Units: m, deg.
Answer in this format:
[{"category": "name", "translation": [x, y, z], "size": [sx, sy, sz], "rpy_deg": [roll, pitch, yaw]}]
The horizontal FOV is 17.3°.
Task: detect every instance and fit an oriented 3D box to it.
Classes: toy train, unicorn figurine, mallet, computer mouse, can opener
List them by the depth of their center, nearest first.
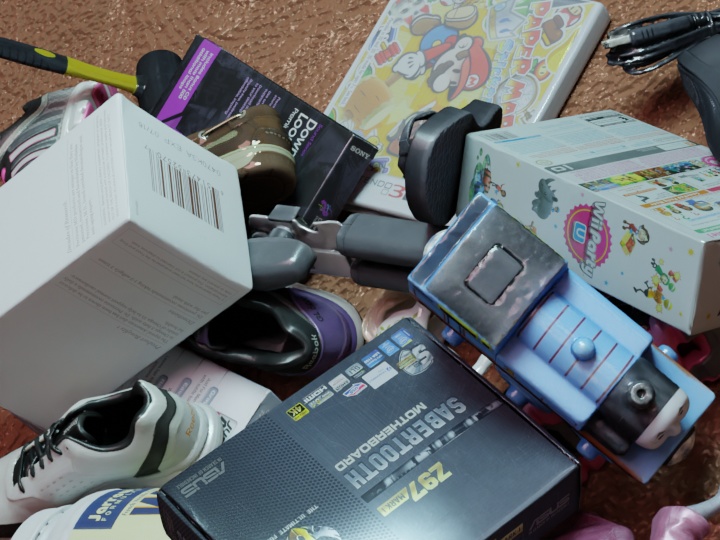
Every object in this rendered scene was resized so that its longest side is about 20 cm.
[{"category": "toy train", "translation": [0.116, 0.042, 1.387], "size": [0.200, 0.114, 0.087], "rpy_deg": [40, 87, 8]}, {"category": "computer mouse", "translation": [0.247, -0.126, 1.519], "size": [0.138, 0.053, 0.200], "rpy_deg": [-12, 37, -8]}, {"category": "unicorn figurine", "translation": [0.055, 0.071, 1.547], "size": [0.137, 0.074, 0.200], "rpy_deg": [-37, 31, 4]}, {"category": "can opener", "translation": [0.000, 0.000, 1.555], "size": [0.199, 0.053, 0.067], "rpy_deg": [9, 52, 36]}, {"category": "mallet", "translation": [-0.216, -0.146, 1.792], "size": [0.041, 0.199, 0.066], "rpy_deg": [-51, 45, 37]}]

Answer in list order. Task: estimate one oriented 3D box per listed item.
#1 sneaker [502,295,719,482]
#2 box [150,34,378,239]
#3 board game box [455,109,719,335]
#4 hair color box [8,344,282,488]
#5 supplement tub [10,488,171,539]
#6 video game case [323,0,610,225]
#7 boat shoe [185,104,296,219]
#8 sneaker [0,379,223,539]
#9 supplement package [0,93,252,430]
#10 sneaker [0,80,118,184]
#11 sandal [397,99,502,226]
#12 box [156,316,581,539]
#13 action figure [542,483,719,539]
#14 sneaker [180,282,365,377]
[{"category": "sneaker", "translation": [0.138, 0.066, 1.495], "size": [0.200, 0.079, 0.095], "rpy_deg": [-32, 40, -2]}, {"category": "box", "translation": [-0.091, -0.072, 1.732], "size": [0.200, 0.036, 0.143], "rpy_deg": [34, 95, 41]}, {"category": "board game box", "translation": [0.181, -0.036, 1.483], "size": [0.200, 0.147, 0.065], "rpy_deg": [27, 119, 42]}, {"category": "hair color box", "translation": [-0.142, 0.103, 1.644], "size": [0.200, 0.061, 0.099], "rpy_deg": [23, 74, 41]}, {"category": "supplement tub", "translation": [-0.114, 0.209, 1.492], "size": [0.199, 0.145, 0.145], "rpy_deg": [-4, 56, 29]}, {"category": "video game case", "translation": [0.061, -0.122, 1.705], "size": [0.182, 0.023, 0.200], "rpy_deg": [16, 68, 38]}, {"category": "boat shoe", "translation": [-0.134, -0.059, 1.695], "size": [0.202, 0.075, 0.075], "rpy_deg": [-21, 58, 22]}, {"category": "sneaker", "translation": [-0.192, 0.121, 1.571], "size": [0.200, 0.080, 0.074], "rpy_deg": [-24, 53, 21]}, {"category": "supplement package", "translation": [-0.186, -0.002, 1.594], "size": [0.200, 0.117, 0.118], "rpy_deg": [-35, 45, 27]}, {"category": "sneaker", "translation": [-0.249, -0.064, 1.823], "size": [0.087, 0.074, 0.200], "rpy_deg": [-5, 52, 29]}, {"category": "sandal", "translation": [0.052, -0.074, 1.547], "size": [0.043, 0.200, 0.076], "rpy_deg": [15, 99, 11]}, {"category": "box", "translation": [0.006, 0.134, 1.384], "size": [0.200, 0.051, 0.158], "rpy_deg": [-34, 55, -22]}, {"category": "action figure", "translation": [0.149, 0.183, 1.335], "size": [0.200, 0.148, 0.135], "rpy_deg": [-12, 84, 61]}, {"category": "sneaker", "translation": [-0.100, 0.023, 1.623], "size": [0.199, 0.087, 0.076], "rpy_deg": [14, 98, 27]}]
